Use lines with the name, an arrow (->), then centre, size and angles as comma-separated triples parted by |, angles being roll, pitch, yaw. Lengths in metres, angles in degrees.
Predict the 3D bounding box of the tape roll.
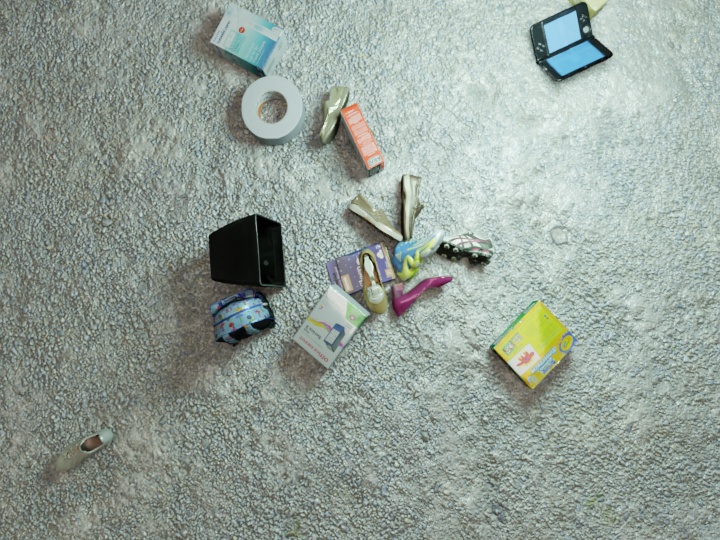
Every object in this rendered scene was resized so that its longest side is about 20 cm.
tape roll -> -0.275, -0.506, 1.675 | 0.195, 0.066, 0.206 | 0, 84, 2

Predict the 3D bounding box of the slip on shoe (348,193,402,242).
slip on shoe -> 0.055, -0.162, 1.632 | 0.198, 0.076, 0.061 | 35, 87, 14

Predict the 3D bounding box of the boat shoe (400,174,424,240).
boat shoe -> 0.164, -0.196, 1.632 | 0.073, 0.075, 0.208 | 1, 85, -4

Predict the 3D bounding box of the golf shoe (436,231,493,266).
golf shoe -> 0.310, -0.077, 1.627 | 0.195, 0.078, 0.090 | 16, 59, 6

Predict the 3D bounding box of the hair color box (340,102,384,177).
hair color box -> 0.007, -0.401, 1.639 | 0.060, 0.102, 0.204 | -25, 86, 0

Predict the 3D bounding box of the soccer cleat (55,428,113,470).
soccer cleat -> -0.845, 0.541, 1.600 | 0.197, 0.078, 0.070 | -31, 85, -1

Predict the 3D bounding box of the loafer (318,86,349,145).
loafer -> -0.094, -0.491, 1.667 | 0.067, 0.076, 0.204 | 20, 77, 5

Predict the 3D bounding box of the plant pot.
plant pot -> -0.344, -0.044, 1.583 | 0.173, 0.200, 0.205 | -7, 85, 12

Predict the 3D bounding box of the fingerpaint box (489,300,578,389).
fingerpaint box -> 0.516, 0.221, 1.583 | 0.167, 0.073, 0.200 | 45, 88, 6

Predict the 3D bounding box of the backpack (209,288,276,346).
backpack -> -0.357, 0.137, 1.556 | 0.179, 0.200, 0.137 | -23, 85, 1

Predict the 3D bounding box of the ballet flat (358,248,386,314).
ballet flat -> 0.032, 0.036, 1.590 | 0.067, 0.063, 0.205 | -16, 88, 0

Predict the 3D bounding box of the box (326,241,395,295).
box -> 0.000, 0.000, 1.641 | 0.196, 0.032, 0.124 | -19, 85, 1

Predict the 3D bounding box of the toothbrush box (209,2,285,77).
toothbrush box -> -0.353, -0.729, 1.687 | 0.197, 0.085, 0.149 | 29, 87, 5

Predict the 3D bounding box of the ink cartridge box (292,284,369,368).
ink cartridge box -> -0.088, 0.167, 1.590 | 0.144, 0.087, 0.201 | 38, 98, 6

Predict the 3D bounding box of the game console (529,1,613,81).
game console -> 0.648, -0.706, 1.628 | 0.196, 0.119, 0.175 | -24, 113, -1

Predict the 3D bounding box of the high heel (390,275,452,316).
high heel -> 0.191, 0.074, 1.614 | 0.195, 0.067, 0.099 | -13, 86, 11

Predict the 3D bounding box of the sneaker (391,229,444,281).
sneaker -> 0.161, -0.066, 1.595 | 0.105, 0.075, 0.201 | 46, 113, 16
